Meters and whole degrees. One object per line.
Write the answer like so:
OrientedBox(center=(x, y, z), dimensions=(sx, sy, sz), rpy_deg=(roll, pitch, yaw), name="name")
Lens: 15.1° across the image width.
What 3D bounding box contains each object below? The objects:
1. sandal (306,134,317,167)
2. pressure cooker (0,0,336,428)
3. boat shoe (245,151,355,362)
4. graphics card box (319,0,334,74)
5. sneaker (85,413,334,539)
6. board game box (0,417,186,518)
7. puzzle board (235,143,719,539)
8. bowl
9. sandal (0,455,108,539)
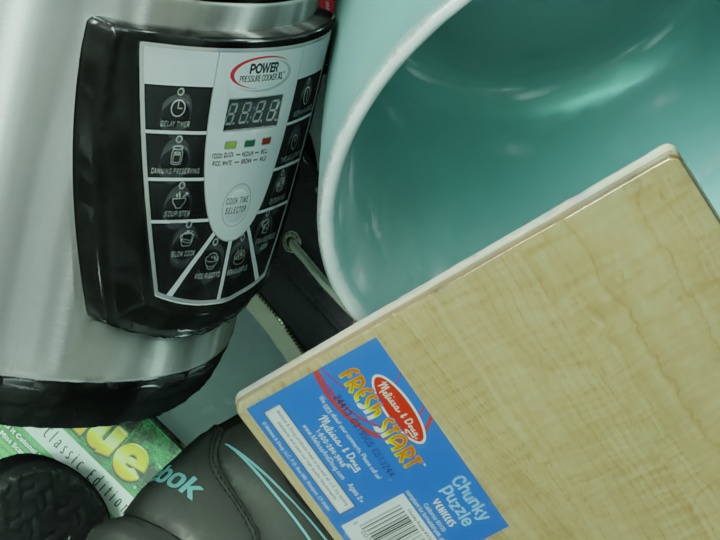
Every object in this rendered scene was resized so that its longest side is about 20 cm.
OrientedBox(center=(-0.110, -0.011, 0.938), dimensions=(0.199, 0.045, 0.075), rpy_deg=(-30, 63, -5), name="sandal")
OrientedBox(center=(-0.101, -0.074, 0.780), dimensions=(0.177, 0.176, 0.201), rpy_deg=(11, 107, -16), name="pressure cooker")
OrientedBox(center=(0.000, 0.000, 0.879), dimensions=(0.063, 0.073, 0.201), rpy_deg=(-37, 76, 25), name="boat shoe")
OrientedBox(center=(0.028, -0.139, 0.927), dimensions=(0.199, 0.051, 0.126), rpy_deg=(-7, 79, 14), name="graphics card box")
OrientedBox(center=(0.002, 0.130, 0.863), dimensions=(0.200, 0.075, 0.079), rpy_deg=(49, 64, -23), name="sneaker")
OrientedBox(center=(-0.067, 0.128, 0.949), dimensions=(0.200, 0.023, 0.105), rpy_deg=(45, 89, 3), name="board game box")
OrientedBox(center=(0.076, 0.071, 0.829), dimensions=(0.150, 0.017, 0.200), rpy_deg=(-29, 118, 13), name="puzzle board")
OrientedBox(center=(0.070, -0.070, 0.809), dimensions=(0.200, 0.201, 0.105), rpy_deg=(-20, 52, -1), name="bowl")
OrientedBox(center=(-0.152, 0.153, 0.906), dimensions=(0.075, 0.045, 0.201), rpy_deg=(41, 72, -37), name="sandal")
